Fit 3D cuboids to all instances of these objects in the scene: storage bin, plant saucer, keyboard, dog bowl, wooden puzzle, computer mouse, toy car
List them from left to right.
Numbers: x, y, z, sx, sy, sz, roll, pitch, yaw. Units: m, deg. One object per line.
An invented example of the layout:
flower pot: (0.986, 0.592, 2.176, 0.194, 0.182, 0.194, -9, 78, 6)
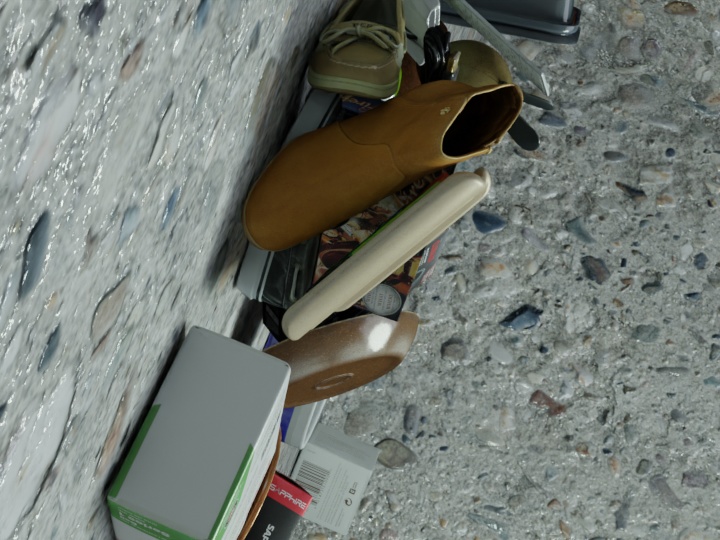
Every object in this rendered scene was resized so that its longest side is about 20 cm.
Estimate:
dog bowl: (-0.068, 0.106, 1.629, 0.200, 0.079, 0.201, 21, 90, -87)
plant saucer: (-0.031, 0.093, 1.328, 0.200, 0.200, 0.037, 100, -29, -73)
wooden puzzle: (0.022, -0.023, 1.081, 0.185, 0.037, 0.200, -40, 177, 9)
computer mouse: (0.043, -0.220, 1.201, 0.110, 0.044, 0.201, 95, -15, -53)
toy car: (0.090, -0.171, 1.356, 0.164, 0.199, 0.158, 100, 12, -72)
keyboard: (0.110, -0.242, 1.317, 0.011, 0.200, 0.056, -46, 160, 6)
storage bin: (0.152, -0.336, 1.466, 0.146, 0.199, 0.135, -60, 162, -65)

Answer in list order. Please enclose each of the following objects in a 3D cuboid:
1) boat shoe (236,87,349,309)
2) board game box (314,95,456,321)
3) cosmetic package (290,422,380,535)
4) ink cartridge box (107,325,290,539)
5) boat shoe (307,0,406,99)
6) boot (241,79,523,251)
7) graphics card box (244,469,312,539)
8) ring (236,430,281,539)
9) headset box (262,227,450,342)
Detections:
boat shoe: (-0.040, -0.057, 1.121, 0.072, 0.071, 0.201, -62, 173, -61)
board game box: (0.000, -0.057, 1.203, 0.035, 0.135, 0.200, -70, 179, -52)
cosmetic package: (-0.066, 0.467, 3.080, 0.200, 0.164, 0.165, -48, 161, -80)
ink cartridge box: (-0.122, 0.153, 1.045, 0.200, 0.084, 0.145, 105, 8, -64)
boat shoe: (0.004, -0.185, 1.080, 0.201, 0.073, 0.063, -63, 163, -66)
boot: (0.016, -0.083, 1.006, 0.201, 0.071, 0.144, -39, -160, -23)
graphics card box: (-0.127, 0.269, 1.214, 0.200, 0.051, 0.125, -60, -161, -14)
ring: (-0.136, 0.212, 1.223, 0.201, 0.019, 0.201, -49, -161, 23)
headset box: (0.000, 0.000, 1.374, 0.200, 0.077, 0.149, -36, 168, -15)
